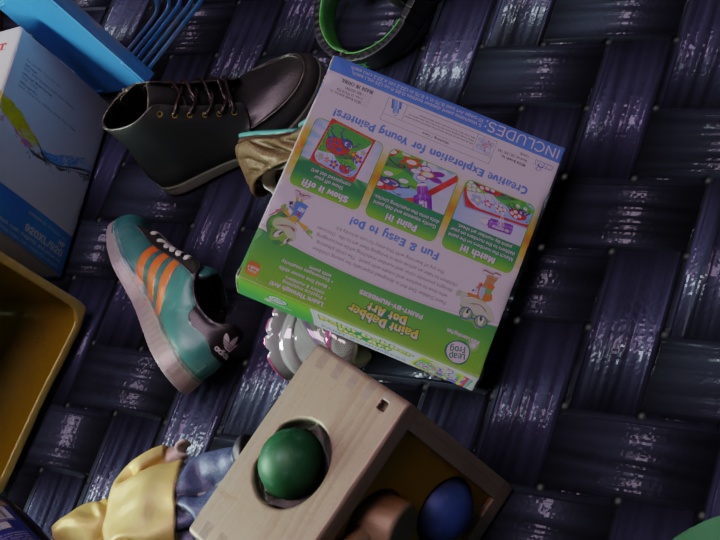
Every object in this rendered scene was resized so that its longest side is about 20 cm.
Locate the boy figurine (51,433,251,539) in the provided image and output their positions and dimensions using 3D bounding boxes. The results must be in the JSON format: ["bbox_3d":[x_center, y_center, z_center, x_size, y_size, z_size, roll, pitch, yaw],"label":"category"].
[{"bbox_3d":[-0.160,0.200,1.205,0.198,0.064,0.126,-24,52,23],"label":"boy figurine"}]

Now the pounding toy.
[{"bbox_3d":[-0.010,0.175,1.018,0.142,0.200,0.185,29,82,42],"label":"pounding toy"}]

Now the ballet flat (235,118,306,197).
[{"bbox_3d":[-0.040,-0.096,1.287,0.199,0.067,0.073,-9,90,49],"label":"ballet flat"}]

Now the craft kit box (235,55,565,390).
[{"bbox_3d":[0.033,-0.038,1.154,0.198,0.049,0.199,23,70,3],"label":"craft kit box"}]

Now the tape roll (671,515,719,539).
[{"bbox_3d":[0.242,0.245,0.898,0.199,0.048,0.203,-18,55,26],"label":"tape roll"}]

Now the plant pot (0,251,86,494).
[{"bbox_3d":[-0.413,0.068,1.390,0.199,0.194,0.197,6,66,47],"label":"plant pot"}]

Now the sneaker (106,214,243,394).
[{"bbox_3d":[-0.159,0.014,1.321,0.080,0.071,0.201,-35,53,6],"label":"sneaker"}]

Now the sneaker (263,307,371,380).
[{"bbox_3d":[0.000,0.000,1.211,0.087,0.081,0.202,8,71,31],"label":"sneaker"}]

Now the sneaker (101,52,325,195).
[{"bbox_3d":[-0.133,-0.150,1.373,0.199,0.106,0.075,-32,48,16],"label":"sneaker"}]

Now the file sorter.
[{"bbox_3d":[-0.247,-0.265,1.462,0.123,0.139,0.200,-53,20,-12],"label":"file sorter"}]

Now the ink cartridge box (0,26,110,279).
[{"bbox_3d":[-0.363,-0.108,1.486,0.146,0.145,0.202,-5,60,32],"label":"ink cartridge box"}]

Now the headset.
[{"bbox_3d":[0.019,-0.283,1.356,0.123,0.094,0.202,27,91,42],"label":"headset"}]

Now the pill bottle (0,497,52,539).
[{"bbox_3d":[-0.270,0.272,1.205,0.199,0.112,0.112,31,83,44],"label":"pill bottle"}]
